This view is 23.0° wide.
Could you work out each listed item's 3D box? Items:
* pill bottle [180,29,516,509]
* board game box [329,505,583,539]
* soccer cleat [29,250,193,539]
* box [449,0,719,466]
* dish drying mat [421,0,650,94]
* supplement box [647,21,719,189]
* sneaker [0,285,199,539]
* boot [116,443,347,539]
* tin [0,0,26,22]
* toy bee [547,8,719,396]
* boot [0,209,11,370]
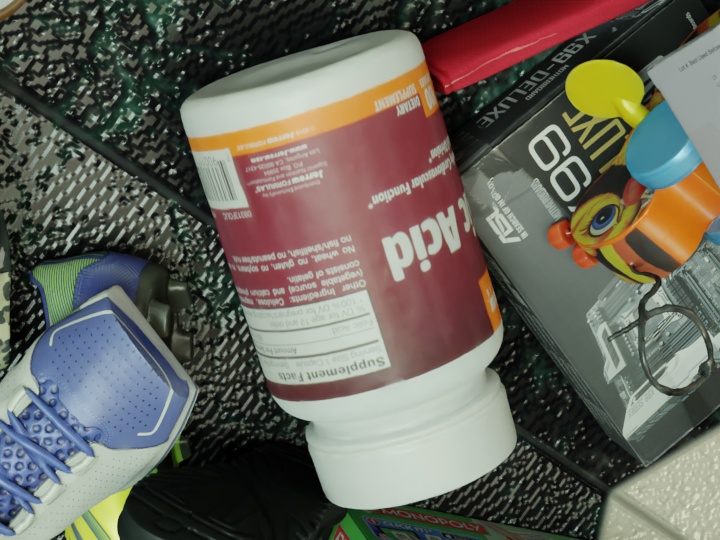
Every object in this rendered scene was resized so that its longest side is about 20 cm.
[{"bbox_3d":[0.000,0.000,0.815,0.114,0.114,0.200,-20,103,-11],"label":"pill bottle"},{"bbox_3d":[0.091,0.168,0.900,0.200,0.135,0.029,14,101,-21],"label":"board game box"},{"bbox_3d":[-0.127,0.084,0.854,0.084,0.065,0.200,9,110,10],"label":"soccer cleat"},{"bbox_3d":[0.146,-0.024,0.904,0.158,0.050,0.200,-39,114,-4],"label":"box"},{"bbox_3d":[0.116,-0.134,0.846,0.200,0.077,0.018,-25,108,-10],"label":"dish drying mat"},{"bbox_3d":[0.236,-0.094,0.787,0.200,0.061,0.109,-31,90,-27],"label":"supplement box"},{"bbox_3d":[-0.164,0.102,0.771,0.199,0.115,0.081,-39,95,20],"label":"sneaker"},{"bbox_3d":[-0.073,0.177,0.830,0.076,0.200,0.168,21,98,15],"label":"boot"},{"bbox_3d":[-0.187,-0.152,0.693,0.200,0.042,0.112,-7,113,-63],"label":"tin"},{"bbox_3d":[0.134,-0.042,0.824,0.200,0.109,0.131,-43,108,-29],"label":"toy bee"},{"bbox_3d":[-0.233,-0.032,0.764,0.154,0.073,0.204,-6,117,-16],"label":"boot"}]
